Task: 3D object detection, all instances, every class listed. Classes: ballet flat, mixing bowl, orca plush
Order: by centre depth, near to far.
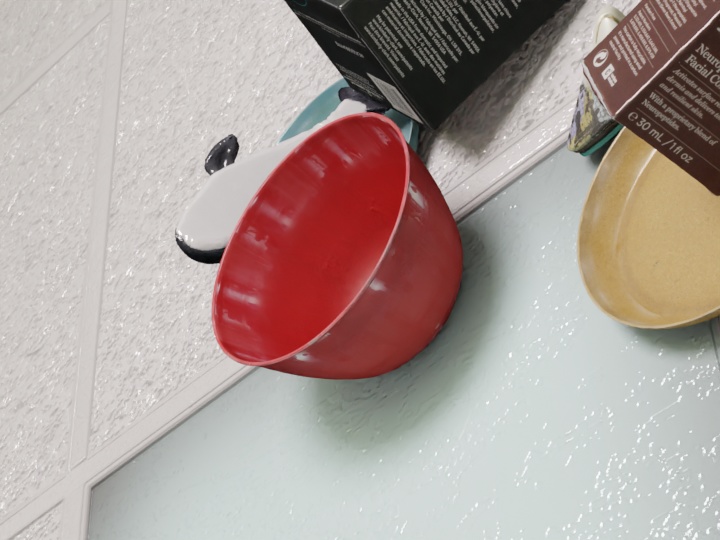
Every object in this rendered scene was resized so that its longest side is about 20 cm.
[{"bbox_3d":[0.195,-0.161,1.220,0.200,0.072,0.072,-41,35,23],"label":"ballet flat"},{"bbox_3d":[0.000,0.000,1.311,0.200,0.108,0.200,-34,39,33],"label":"mixing bowl"},{"bbox_3d":[-0.062,-0.065,1.444,0.105,0.071,0.200,27,63,16],"label":"orca plush"}]

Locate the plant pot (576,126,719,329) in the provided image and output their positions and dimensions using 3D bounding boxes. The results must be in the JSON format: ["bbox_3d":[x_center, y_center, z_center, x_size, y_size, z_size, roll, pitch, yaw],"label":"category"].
[{"bbox_3d":[0.216,-0.048,1.134,0.200,0.027,0.200,-34,39,32],"label":"plant pot"}]

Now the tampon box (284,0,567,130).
[{"bbox_3d":[0.059,-0.231,1.381,0.200,0.126,0.150,-43,31,-6],"label":"tampon box"}]

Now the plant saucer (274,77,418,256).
[{"bbox_3d":[-0.021,-0.070,1.481,0.200,0.027,0.200,-34,39,33],"label":"plant saucer"}]

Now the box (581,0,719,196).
[{"bbox_3d":[0.237,-0.148,1.073,0.200,0.100,0.075,-47,32,20],"label":"box"}]
